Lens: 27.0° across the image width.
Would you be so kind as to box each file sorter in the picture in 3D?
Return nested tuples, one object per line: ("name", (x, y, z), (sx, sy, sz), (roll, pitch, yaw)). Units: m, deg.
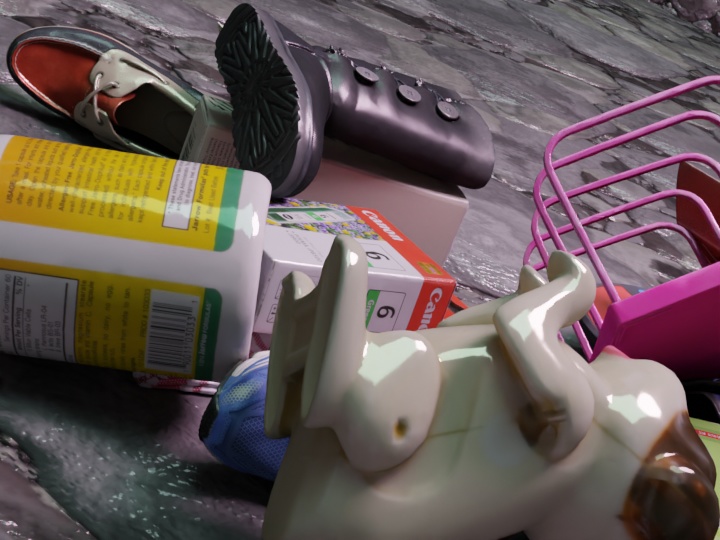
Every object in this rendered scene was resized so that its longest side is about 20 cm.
("file sorter", (0.175, -0.005, 0.894), (0.138, 0.200, 0.126), (-20, 66, -8))

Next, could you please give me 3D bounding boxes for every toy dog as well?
("toy dog", (0.064, 0.081, 0.670), (0.199, 0.195, 0.140), (9, -20, -12))

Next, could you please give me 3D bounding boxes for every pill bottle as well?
("pill bottle", (-0.151, -0.009, 0.776), (0.199, 0.113, 0.113), (8, 22, -4))

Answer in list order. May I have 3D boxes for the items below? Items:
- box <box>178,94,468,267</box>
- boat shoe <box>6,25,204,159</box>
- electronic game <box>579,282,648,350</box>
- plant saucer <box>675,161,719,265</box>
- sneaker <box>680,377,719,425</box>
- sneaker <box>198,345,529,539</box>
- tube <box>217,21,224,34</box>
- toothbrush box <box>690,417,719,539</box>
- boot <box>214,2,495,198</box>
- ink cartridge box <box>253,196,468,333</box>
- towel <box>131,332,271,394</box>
("box", (-0.031, -0.053, 1.072), (0.199, 0.082, 0.068), (17, 20, -18))
("boat shoe", (-0.172, -0.122, 1.114), (0.199, 0.071, 0.063), (26, 16, -8))
("electronic game", (0.241, 0.064, 1.057), (0.199, 0.042, 0.200), (20, 21, -8))
("plant saucer", (0.298, 0.032, 0.993), (0.200, 0.037, 0.200), (47, 1, -29))
("sneaker", (0.228, 0.103, 0.903), (0.199, 0.078, 0.070), (-2, 59, -24))
("sneaker", (0.015, 0.095, 0.760), (0.199, 0.079, 0.089), (14, 20, -22))
("tube", (-0.075, -0.132, 1.139), (0.058, 0.052, 0.200), (8, -8, 1))
("toothbrush box", (0.193, 0.161, 0.767), (0.145, 0.086, 0.200), (15, 21, -21))
("boot", (0.008, -0.089, 1.014), (0.199, 0.066, 0.165), (21, 39, -37))
("ink cartridge box", (0.000, 0.000, 0.936), (0.199, 0.051, 0.109), (6, 23, -34))
("towel", (-0.067, 0.029, 0.906), (0.199, 0.030, 0.146), (8, 24, -33))
